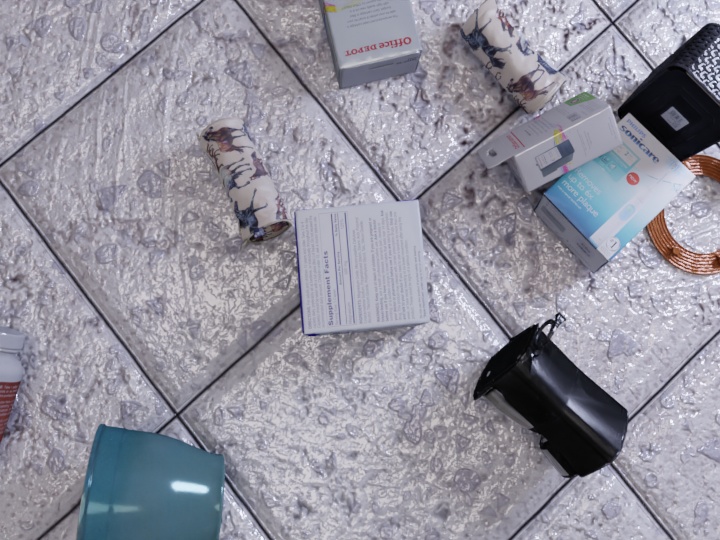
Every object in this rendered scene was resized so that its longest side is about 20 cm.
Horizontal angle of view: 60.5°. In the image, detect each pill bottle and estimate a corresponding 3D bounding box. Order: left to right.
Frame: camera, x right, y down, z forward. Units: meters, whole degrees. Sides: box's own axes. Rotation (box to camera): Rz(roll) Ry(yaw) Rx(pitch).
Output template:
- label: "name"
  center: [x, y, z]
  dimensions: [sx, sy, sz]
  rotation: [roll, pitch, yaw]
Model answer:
- label: "pill bottle"
  center: [-0.576, 0.185, 0.922]
  dimensions: [0.109, 0.112, 0.206]
  rotation: [16, 83, 0]

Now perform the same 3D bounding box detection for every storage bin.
- label: "storage bin"
  center: [0.513, -0.266, 0.964]
  dimensions: [0.094, 0.200, 0.135]
  rotation: [-44, 87, -6]

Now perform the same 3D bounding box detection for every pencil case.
- label: "pencil case"
  center: [-0.188, -0.143, 0.988]
  dimensions: [0.088, 0.078, 0.204]
  rotation: [-25, 85, -19]
- label: "pencil case"
  center: [0.248, -0.356, 1.020]
  dimensions: [0.201, 0.078, 0.089]
  rotation: [49, 55, 4]

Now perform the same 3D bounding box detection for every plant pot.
- label: "plant pot"
  center: [-0.292, 0.330, 0.886]
  dimensions: [0.182, 0.200, 0.207]
  rotation: [7, 83, -16]

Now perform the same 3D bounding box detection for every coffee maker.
- label: "coffee maker"
  center: [0.293, 0.193, 0.912]
  dimensions: [0.199, 0.192, 0.135]
  rotation: [40, 67, 1]

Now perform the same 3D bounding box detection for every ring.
- label: "ring"
  center: [0.576, -0.096, 1.040]
  dimensions: [0.194, 0.019, 0.207]
  rotation: [0, 84, -1]

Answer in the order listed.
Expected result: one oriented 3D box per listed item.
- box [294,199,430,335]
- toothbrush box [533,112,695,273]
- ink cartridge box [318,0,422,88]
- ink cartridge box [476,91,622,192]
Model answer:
- label: "box"
  center: [0.000, 0.000, 0.966]
  dimensions: [0.193, 0.105, 0.190]
  rotation: [-5, 84, -3]
- label: "toothbrush box"
  center: [0.404, -0.123, 0.996]
  dimensions: [0.199, 0.085, 0.147]
  rotation: [-40, 78, -6]
- label: "ink cartridge box"
  center: [0.008, -0.424, 1.023]
  dimensions: [0.141, 0.083, 0.206]
  rotation: [-13, 84, -4]
- label: "ink cartridge box"
  center: [0.290, -0.194, 0.973]
  dimensions: [0.196, 0.118, 0.068]
  rotation: [-26, 113, 12]
